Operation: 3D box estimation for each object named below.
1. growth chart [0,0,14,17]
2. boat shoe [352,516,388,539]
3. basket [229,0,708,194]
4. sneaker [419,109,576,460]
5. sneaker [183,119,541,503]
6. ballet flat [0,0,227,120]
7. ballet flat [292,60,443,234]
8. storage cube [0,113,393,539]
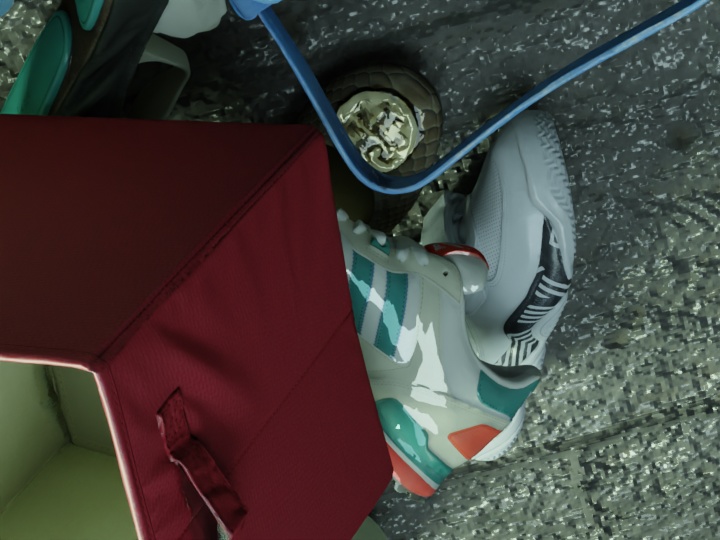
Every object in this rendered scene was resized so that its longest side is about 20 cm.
[{"bbox_3d":[-0.185,-0.100,0.886,0.144,0.018,0.200,-11,148,-48],"label":"growth chart"},{"bbox_3d":[-0.085,0.157,1.177,0.199,0.070,0.072,6,126,-17],"label":"boat shoe"},{"bbox_3d":[0.024,-0.149,0.873,0.176,0.139,0.201,-31,98,18],"label":"basket"},{"bbox_3d":[0.029,0.011,1.066,0.114,0.075,0.201,1,133,-12],"label":"sneaker"},{"bbox_3d":[0.000,0.000,0.999,0.093,0.070,0.200,-37,104,2],"label":"sneaker"},{"bbox_3d":[-0.099,-0.105,0.961,0.068,0.068,0.200,4,140,-24],"label":"ballet flat"},{"bbox_3d":[-0.036,-0.015,1.043,0.067,0.046,0.200,45,118,-3],"label":"ballet flat"},{"bbox_3d":[-0.108,0.055,0.902,0.199,0.180,0.172,3,122,27],"label":"storage cube"}]
